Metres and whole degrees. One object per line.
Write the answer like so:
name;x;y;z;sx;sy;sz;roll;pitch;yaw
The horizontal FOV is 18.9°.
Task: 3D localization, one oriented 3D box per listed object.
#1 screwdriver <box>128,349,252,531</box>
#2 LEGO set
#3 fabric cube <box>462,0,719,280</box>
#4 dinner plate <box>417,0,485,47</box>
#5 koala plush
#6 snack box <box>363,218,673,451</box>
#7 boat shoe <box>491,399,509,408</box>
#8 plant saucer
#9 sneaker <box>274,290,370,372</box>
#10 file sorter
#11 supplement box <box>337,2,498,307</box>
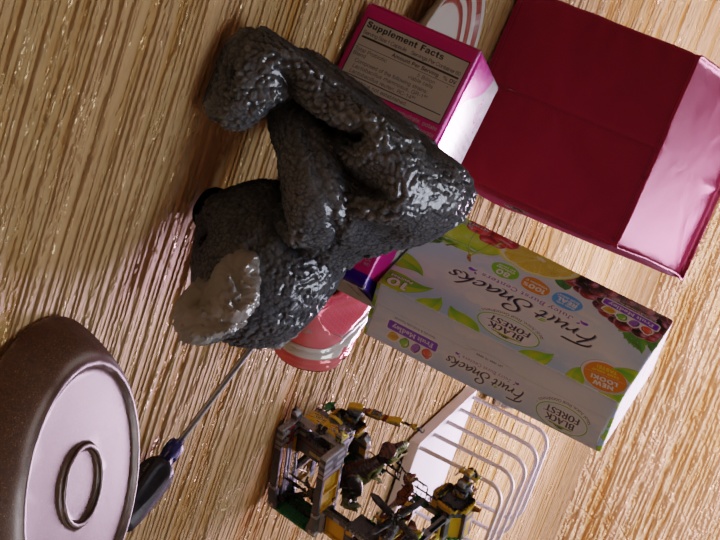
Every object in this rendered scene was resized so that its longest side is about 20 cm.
screwdriver;-0.129;0.118;1.629;0.029;0.028;0.200;-35;-164;50
LEGO set;0.013;0.176;1.934;0.153;0.200;0.116;-27;142;-35
fabric cube;0.234;-0.128;2.085;0.196;0.199;0.201;21;94;-62
dinner plate;0.051;-0.157;1.822;0.201;0.024;0.201;-57;162;-30
koala plush;-0.044;-0.029;1.449;0.201;0.183;0.177;-55;166;7
snack box;0.120;0.042;1.636;0.142;0.199;0.053;-47;159;-54
boat shoe;0.226;0.124;2.792;0.202;0.064;0.075;-39;150;-59
plant saucer;-0.183;0.130;1.328;0.200;0.034;0.202;7;90;-72
sneaker;0.000;0.000;1.797;0.200;0.073;0.087;-50;158;-45
file sorter;0.124;0.249;2.522;0.200;0.124;0.139;-35;147;-63
supplement box;0.015;-0.085;1.655;0.201;0.103;0.101;-62;165;-6
